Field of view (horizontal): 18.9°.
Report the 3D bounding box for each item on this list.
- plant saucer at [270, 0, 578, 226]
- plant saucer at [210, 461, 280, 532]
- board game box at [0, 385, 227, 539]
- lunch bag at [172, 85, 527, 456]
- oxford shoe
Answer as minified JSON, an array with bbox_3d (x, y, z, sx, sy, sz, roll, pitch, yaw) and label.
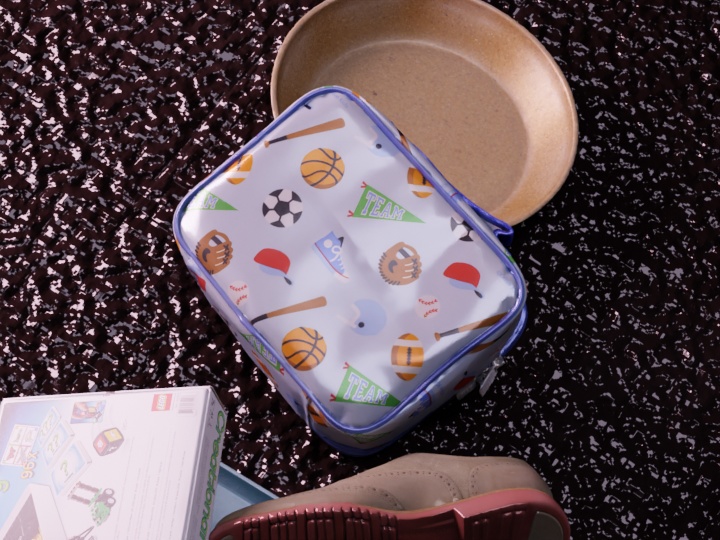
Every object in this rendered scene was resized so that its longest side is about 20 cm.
[{"bbox_3d":[0.038,-0.095,1.372,0.199,0.036,0.201,6,56,-9],"label":"plant saucer"},{"bbox_3d":[-0.041,0.167,1.192,0.199,0.019,0.070,30,56,8],"label":"plant saucer"},{"bbox_3d":[-0.146,0.156,1.134,0.125,0.035,0.201,-4,54,16],"label":"board game box"},{"bbox_3d":[0.000,0.000,1.253,0.160,0.076,0.200,-39,74,-9],"label":"lunch bag"},{"bbox_3d":[0.011,0.140,1.185,0.198,0.071,0.075,-1,29,-11],"label":"oxford shoe"}]
